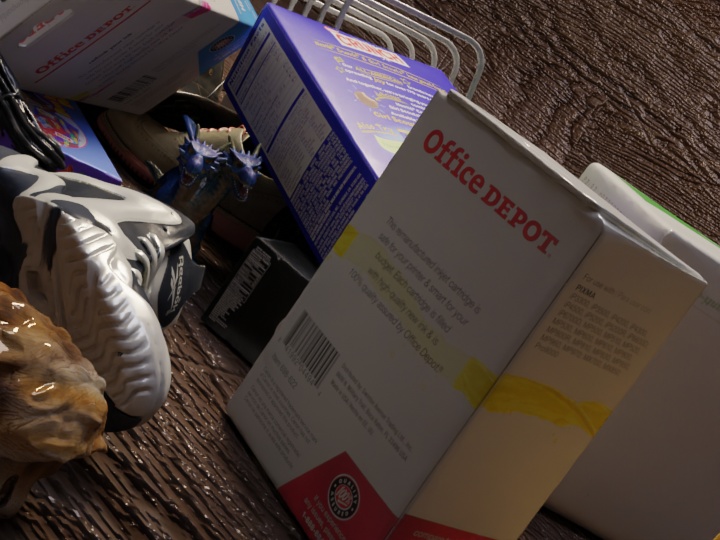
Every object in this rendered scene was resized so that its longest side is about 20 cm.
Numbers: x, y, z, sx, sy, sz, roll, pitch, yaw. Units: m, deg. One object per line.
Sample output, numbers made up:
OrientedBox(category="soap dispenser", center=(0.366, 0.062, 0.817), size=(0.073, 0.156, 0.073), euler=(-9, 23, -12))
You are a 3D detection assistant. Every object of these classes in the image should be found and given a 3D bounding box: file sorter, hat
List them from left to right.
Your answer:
OrientedBox(category="hat", center=(-0.161, -0.165, 1.007), size=(0.200, 0.081, 0.201), euler=(18, -4, 1))
OrientedBox(category="file sorter", center=(-0.008, -0.157, 1.063), size=(0.139, 0.125, 0.200), euler=(21, 3, -24))

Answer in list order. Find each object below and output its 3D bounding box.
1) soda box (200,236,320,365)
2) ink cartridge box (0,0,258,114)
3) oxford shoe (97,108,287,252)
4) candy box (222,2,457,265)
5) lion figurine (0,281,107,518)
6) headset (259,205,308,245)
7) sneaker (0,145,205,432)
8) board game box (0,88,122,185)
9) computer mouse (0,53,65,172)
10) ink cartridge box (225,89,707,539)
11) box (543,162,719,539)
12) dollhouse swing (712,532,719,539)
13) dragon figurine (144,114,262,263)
OrientedBox(category="soda box", center=(0.006, 0.063, 0.734), size=(0.200, 0.063, 0.071), euler=(40, 14, 24))
OrientedBox(category="ink cartridge box", center=(-0.161, -0.164, 0.797), size=(0.068, 0.115, 0.200), euler=(63, 19, 10))
OrientedBox(category="oxford shoe", center=(-0.110, -0.082, 0.955), size=(0.200, 0.075, 0.070), euler=(34, 14, 17))
OrientedBox(category="candy box", center=(0.020, -0.073, 0.842), size=(0.169, 0.077, 0.200), euler=(13, 35, -39))
OrientedBox(category="lion figurine", center=(-0.183, 0.008, 0.442), size=(0.200, 0.073, 0.122), euler=(34, 4, 18))
OrientedBox(category="headset", center=(0.000, 0.000, 0.892), size=(0.123, 0.094, 0.200), euler=(40, 43, 9))
OrientedBox(category="sneaker", center=(-0.110, 0.008, 0.600), size=(0.129, 0.080, 0.199), euler=(9, 16, -44))
OrientedBox(category="board game box", center=(-0.237, -0.103, 0.785), size=(0.134, 0.045, 0.200), euler=(26, 15, -34))
OrientedBox(category="computer mouse", center=(-0.240, -0.091, 0.615), size=(0.200, 0.044, 0.110), euler=(-7, 65, -51))
OrientedBox(category="ink cartridge box", center=(0.043, 0.037, 0.604), size=(0.083, 0.200, 0.145), euler=(24, 16, -38))
OrientedBox(category="box", center=(0.199, 0.071, 0.883), size=(0.199, 0.200, 0.171), euler=(32, 14, -16))
OrientedBox(category="dollhouse swing", center=(0.183, 0.188, 0.499), size=(0.200, 0.182, 0.176), euler=(45, -4, 40))
OrientedBox(category="dragon figurine", center=(-0.106, -0.062, 0.838), size=(0.059, 0.100, 0.200), euler=(31, 12, -15))
